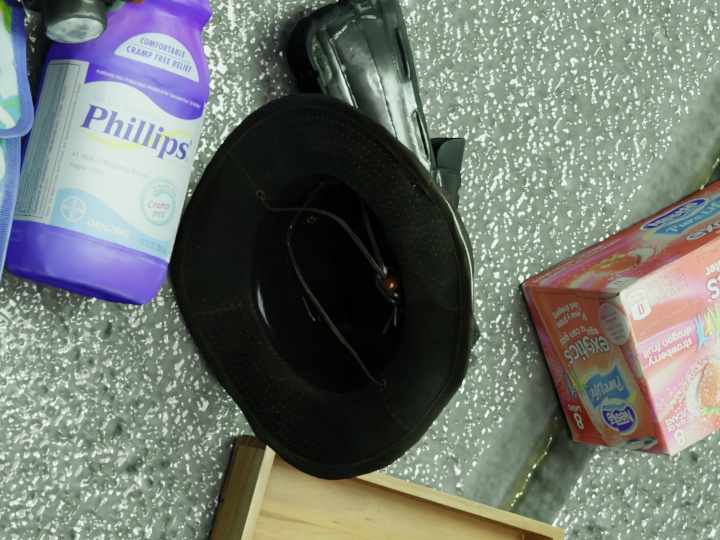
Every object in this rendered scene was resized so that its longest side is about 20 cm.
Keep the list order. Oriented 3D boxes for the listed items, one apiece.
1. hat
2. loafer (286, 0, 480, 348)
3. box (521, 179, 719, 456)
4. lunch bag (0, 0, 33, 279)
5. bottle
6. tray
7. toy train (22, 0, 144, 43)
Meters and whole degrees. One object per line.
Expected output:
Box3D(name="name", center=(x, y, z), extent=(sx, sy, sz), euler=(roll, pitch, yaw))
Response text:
Box3D(name="hat", center=(0.000, 0.000, 1.394), extent=(0.081, 0.200, 0.202), euler=(-22, 104, -47))
Box3D(name="loafer", center=(0.027, -0.050, 1.464), extent=(0.070, 0.068, 0.201), euler=(-24, 101, -14))
Box3D(name="box", center=(0.205, 0.016, 1.566), extent=(0.199, 0.095, 0.103), euler=(-27, 106, -28))
Box3D(name="lunch bag", center=(-0.246, -0.060, 1.269), extent=(0.169, 0.127, 0.201), euler=(19, 69, -29))
Box3D(name="bottle", center=(-0.117, -0.087, 1.376), extent=(0.083, 0.065, 0.201), euler=(18, 82, -32))
Box3D(name="tray", center=(0.011, 0.161, 1.486), extent=(0.199, 0.037, 0.099), euler=(19, 82, -30))
Box3D(name="toy train", center=(-0.131, -0.211, 1.313), extent=(0.085, 0.114, 0.201), euler=(8, 65, -31))
